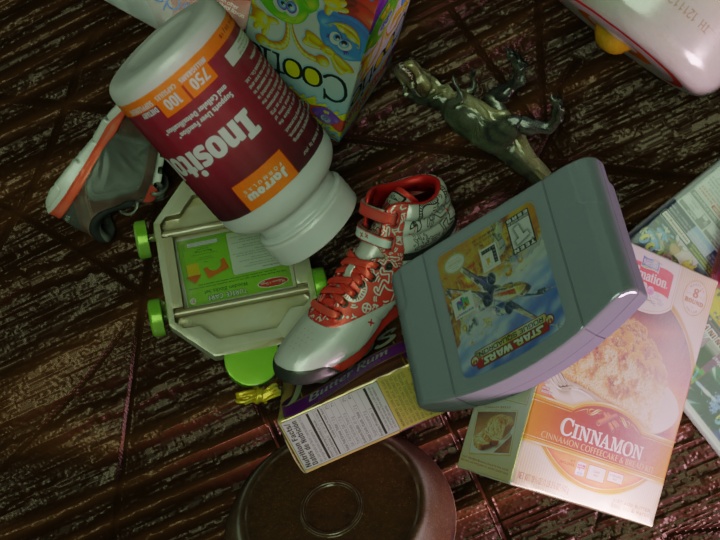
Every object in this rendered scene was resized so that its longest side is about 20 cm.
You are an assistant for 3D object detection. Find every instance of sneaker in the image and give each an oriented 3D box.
[{"bbox_3d":[-0.187,-0.104,1.227,0.082,0.077,0.200,39,118,-9],"label":"sneaker"},{"bbox_3d":[0.000,-0.001,1.155,0.200,0.067,0.109,-33,129,-25],"label":"sneaker"}]

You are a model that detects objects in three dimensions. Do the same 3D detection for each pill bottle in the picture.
[{"bbox_3d":[-0.095,-0.105,1.131,0.113,0.113,0.200,-38,112,8],"label":"pill bottle"}]

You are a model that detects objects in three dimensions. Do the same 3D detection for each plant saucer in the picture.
[{"bbox_3d":[-0.021,0.203,1.178,0.197,0.202,0.035,-5,137,8],"label":"plant saucer"}]

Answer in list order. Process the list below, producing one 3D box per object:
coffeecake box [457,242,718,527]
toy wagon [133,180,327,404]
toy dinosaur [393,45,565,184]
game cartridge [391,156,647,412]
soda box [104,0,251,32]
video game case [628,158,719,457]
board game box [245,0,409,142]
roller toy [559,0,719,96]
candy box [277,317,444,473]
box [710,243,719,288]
[{"bbox_3d":[0.178,0.079,1.110,0.152,0.073,0.202,20,83,-31],"label":"coffeecake box"},{"bbox_3d":[-0.105,0.016,1.212,0.153,0.040,0.203,-10,78,-5],"label":"toy wagon"},{"bbox_3d":[0.123,-0.127,1.197,0.200,0.047,0.088,42,113,3],"label":"toy dinosaur"},{"bbox_3d":[0.111,0.020,1.055,0.199,0.041,0.134,-32,50,30],"label":"game cartridge"},{"bbox_3d":[-0.176,-0.242,1.218,0.198,0.070,0.064,29,96,5],"label":"soda box"},{"bbox_3d":[0.312,0.025,1.192,0.182,0.023,0.201,-39,89,8],"label":"video game case"},{"bbox_3d":[-0.021,-0.215,1.123,0.102,0.201,0.105,29,59,5],"label":"board game box"},{"bbox_3d":[0.231,-0.228,1.107,0.182,0.200,0.140,40,99,14],"label":"roller toy"},{"bbox_3d":[0.031,0.083,1.184,0.198,0.117,0.057,-23,109,9],"label":"candy box"},{"bbox_3d":[0.355,-0.072,1.120,0.094,0.103,0.202,18,87,0],"label":"box"}]
